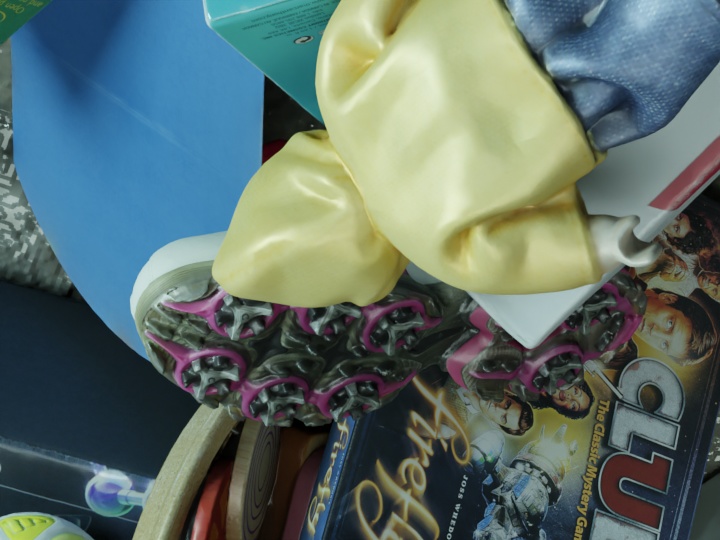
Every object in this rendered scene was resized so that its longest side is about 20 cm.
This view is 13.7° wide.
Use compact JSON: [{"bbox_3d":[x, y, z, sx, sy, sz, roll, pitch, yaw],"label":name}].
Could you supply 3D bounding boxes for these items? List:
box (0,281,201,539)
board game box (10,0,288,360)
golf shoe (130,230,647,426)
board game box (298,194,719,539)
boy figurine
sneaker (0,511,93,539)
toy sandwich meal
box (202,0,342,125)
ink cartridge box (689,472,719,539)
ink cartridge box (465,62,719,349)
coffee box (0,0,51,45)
[{"bbox_3d":[-0.157,0.113,1.188,0.148,0.107,0.201,16,121,-7],"label":"box"},{"bbox_3d":[-0.068,-0.063,1.084,0.039,0.158,0.201,-20,128,-33],"label":"board game box"},{"bbox_3d":[0.000,0.000,1.029,0.199,0.092,0.073,-2,137,-38],"label":"golf shoe"},{"bbox_3d":[0.063,0.047,1.100,0.135,0.201,0.035,23,153,-13],"label":"board game box"},{"bbox_3d":[0.039,-0.044,0.889,0.200,0.064,0.125,-40,84,28],"label":"boy figurine"},{"bbox_3d":[-0.121,0.193,1.103,0.075,0.105,0.201,-4,121,8],"label":"sneaker"},{"bbox_3d":[-0.021,0.121,1.118,0.070,0.205,0.206,15,126,22],"label":"toy sandwich meal"},{"bbox_3d":[-0.007,-0.100,1.000,0.049,0.200,0.083,-14,77,12],"label":"box"},{"bbox_3d":[0.230,0.120,1.202,0.200,0.083,0.147,-37,114,24],"label":"ink cartridge box"},{"bbox_3d":[0.104,-0.075,1.002,0.083,0.200,0.145,45,116,4],"label":"ink cartridge box"},{"bbox_3d":[-0.128,-0.151,1.023,0.200,0.123,0.044,-39,155,22],"label":"coffee box"}]
